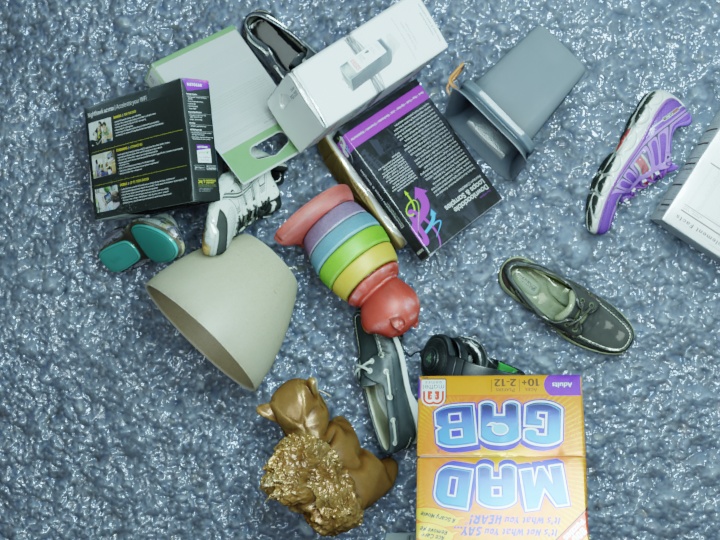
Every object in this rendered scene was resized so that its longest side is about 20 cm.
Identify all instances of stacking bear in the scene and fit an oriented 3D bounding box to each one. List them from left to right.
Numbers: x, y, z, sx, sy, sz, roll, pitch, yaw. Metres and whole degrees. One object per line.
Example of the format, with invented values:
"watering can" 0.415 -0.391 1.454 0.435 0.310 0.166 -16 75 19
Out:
"stacking bear" 0.000 0.000 1.378 0.113 0.121 0.201 -41 77 13

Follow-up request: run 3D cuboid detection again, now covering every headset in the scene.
"headset" 0.123 0.104 1.393 0.197 0.123 0.096 15 93 31

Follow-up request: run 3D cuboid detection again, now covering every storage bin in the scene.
"storage bin" 0.190 -0.220 1.328 0.145 0.200 0.134 44 87 4

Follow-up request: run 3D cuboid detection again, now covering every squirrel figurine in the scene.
"squirrel figurine" -0.057 0.237 1.383 0.140 0.200 0.189 -23 99 14

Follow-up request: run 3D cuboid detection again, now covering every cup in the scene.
"cup" -0.165 0.038 1.406 0.200 0.200 0.144 41 74 4

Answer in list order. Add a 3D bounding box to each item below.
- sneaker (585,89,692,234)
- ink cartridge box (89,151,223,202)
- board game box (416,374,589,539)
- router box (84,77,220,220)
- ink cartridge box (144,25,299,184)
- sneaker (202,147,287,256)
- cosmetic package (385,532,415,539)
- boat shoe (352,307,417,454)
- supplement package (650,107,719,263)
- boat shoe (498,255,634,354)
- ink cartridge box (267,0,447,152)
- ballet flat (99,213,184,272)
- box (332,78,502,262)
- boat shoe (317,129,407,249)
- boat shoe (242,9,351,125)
"sneaker" 0.357 -0.130 1.360 0.083 0.081 0.202 31 97 -1
"ink cartridge box" -0.291 -0.150 1.459 0.196 0.067 0.118 -1 93 9
"board game box" 0.175 0.259 1.314 0.196 0.201 0.203 -1 63 9
"router box" -0.267 -0.149 1.349 0.197 0.051 0.153 -6 90 39
"ink cartridge box" -0.168 -0.211 1.401 0.145 0.048 0.201 -34 85 -34
"sneaker" -0.147 -0.092 1.389 0.086 0.202 0.076 20 136 -4
"cosmetic package" 0.090 0.461 1.435 0.110 0.081 0.204 -5 92 7
"boat shoe" 0.027 0.145 1.420 0.060 0.075 0.203 -21 88 -28
"supplement package" 0.466 -0.120 1.326 0.113 0.109 0.202 33 97 5
"boat shoe" 0.268 0.049 1.388 0.199 0.066 0.072 33 97 5
"ink cartridge box" -0.007 -0.246 1.335 0.198 0.145 0.086 -34 94 -18
"ballet flat" -0.283 -0.046 1.427 0.199 0.071 0.074 -12 92 49
"box" 0.075 -0.132 1.387 0.142 0.036 0.201 -35 86 -26
"boat shoe" 0.014 -0.126 1.420 0.069 0.071 0.201 -36 88 -12
"boat shoe" -0.085 -0.268 1.423 0.073 0.063 0.200 -44 87 7
